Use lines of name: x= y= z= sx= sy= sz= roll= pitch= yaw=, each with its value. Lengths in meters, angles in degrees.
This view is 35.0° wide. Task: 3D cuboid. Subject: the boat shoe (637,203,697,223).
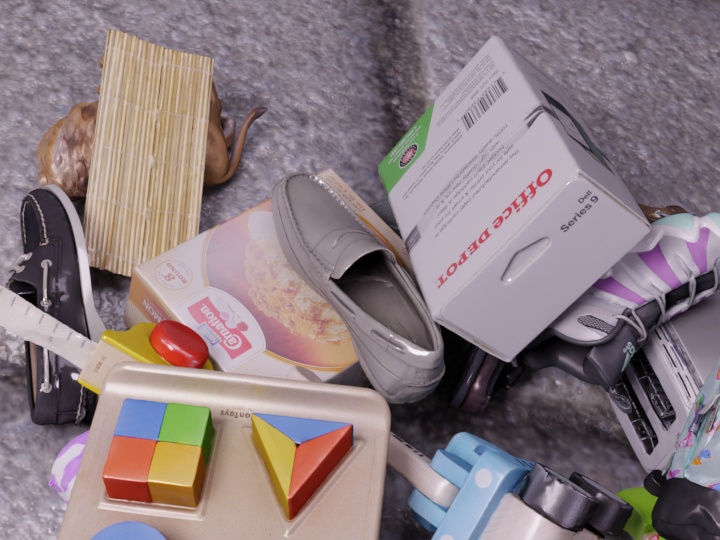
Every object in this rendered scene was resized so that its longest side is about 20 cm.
boat shoe: x=0.283 y=-0.022 z=1.024 sx=0.198 sy=0.073 sz=0.073 roll=22 pitch=46 yaw=2

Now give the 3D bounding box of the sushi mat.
sushi mat: x=-0.168 y=-0.089 z=0.908 sx=0.095 sy=0.012 sz=0.202 roll=13 pitch=71 yaw=-32

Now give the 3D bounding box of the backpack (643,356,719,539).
backpack: x=0.293 y=0.104 z=0.738 sx=0.166 sy=0.127 sz=0.201 roll=23 pitch=79 yaw=13

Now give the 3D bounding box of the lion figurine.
lion figurine: x=-0.168 y=-0.107 z=0.955 sx=0.198 sy=0.073 sz=0.124 roll=4 pitch=58 yaw=-20

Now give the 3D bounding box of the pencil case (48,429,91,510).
pencil case: x=-0.138 y=0.190 z=0.700 sx=0.085 sy=0.084 sz=0.201 roll=-31 pitch=54 yaw=7

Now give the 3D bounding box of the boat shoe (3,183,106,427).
boat shoe: x=-0.227 y=0.022 z=0.825 sx=0.060 sy=0.074 sz=0.201 roll=-5 pitch=60 yaw=-28

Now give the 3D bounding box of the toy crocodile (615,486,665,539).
toy crocodile: x=0.230 y=0.237 z=0.785 sx=0.061 sy=0.068 sz=0.201 roll=-6 pitch=50 yaw=-14

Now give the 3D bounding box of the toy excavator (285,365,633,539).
toy excavator: x=0.054 y=0.144 z=0.763 sx=0.199 sy=0.101 sz=0.194 roll=30 pitch=2 yaw=35

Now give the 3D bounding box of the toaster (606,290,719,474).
toaster: x=0.272 y=0.080 z=0.905 sx=0.128 sy=0.114 sz=0.201 roll=-6 pitch=54 yaw=-19

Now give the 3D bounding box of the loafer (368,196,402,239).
loafer: x=0.090 y=-0.037 z=0.986 sx=0.198 sy=0.063 sz=0.072 roll=-14 pitch=62 yaw=-8

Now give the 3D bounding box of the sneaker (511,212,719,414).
sneaker: x=0.203 y=0.038 z=0.829 sx=0.198 sy=0.078 sz=0.141 roll=-9 pitch=53 yaw=19

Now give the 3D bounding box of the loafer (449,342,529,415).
loafer: x=0.131 y=0.045 z=0.921 sx=0.063 sy=0.072 sz=0.201 roll=28 pitch=44 yaw=3

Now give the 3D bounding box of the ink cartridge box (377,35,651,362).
ink cartridge box: x=0.103 y=-0.055 z=0.835 sx=0.084 sy=0.146 sz=0.201 roll=30 pitch=26 yaw=-30

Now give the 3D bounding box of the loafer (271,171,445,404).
loafer: x=0.000 y=0.000 z=0.814 sx=0.069 sy=0.070 sz=0.201 roll=-21 pitch=63 yaw=-31

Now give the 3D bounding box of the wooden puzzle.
wooden puzzle: x=-0.081 y=0.146 z=0.650 sx=0.183 sy=0.046 sz=0.202 roll=6 pitch=56 yaw=2

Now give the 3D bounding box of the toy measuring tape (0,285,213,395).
toy measuring tape: x=-0.165 y=0.049 z=0.755 sx=0.199 sy=0.074 sz=0.074 roll=32 pitch=46 yaw=-11

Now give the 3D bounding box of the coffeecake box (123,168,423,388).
coffeecake box: x=-0.053 y=0.029 z=0.868 sx=0.199 sy=0.073 sz=0.154 roll=-31 pitch=67 yaw=-36
